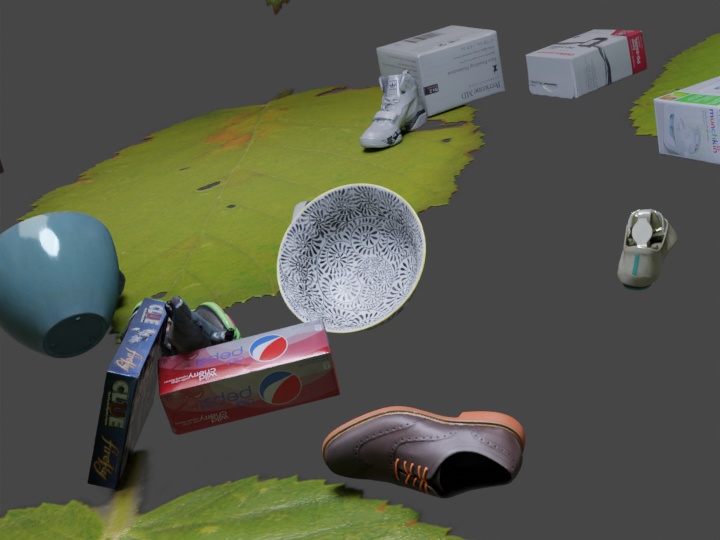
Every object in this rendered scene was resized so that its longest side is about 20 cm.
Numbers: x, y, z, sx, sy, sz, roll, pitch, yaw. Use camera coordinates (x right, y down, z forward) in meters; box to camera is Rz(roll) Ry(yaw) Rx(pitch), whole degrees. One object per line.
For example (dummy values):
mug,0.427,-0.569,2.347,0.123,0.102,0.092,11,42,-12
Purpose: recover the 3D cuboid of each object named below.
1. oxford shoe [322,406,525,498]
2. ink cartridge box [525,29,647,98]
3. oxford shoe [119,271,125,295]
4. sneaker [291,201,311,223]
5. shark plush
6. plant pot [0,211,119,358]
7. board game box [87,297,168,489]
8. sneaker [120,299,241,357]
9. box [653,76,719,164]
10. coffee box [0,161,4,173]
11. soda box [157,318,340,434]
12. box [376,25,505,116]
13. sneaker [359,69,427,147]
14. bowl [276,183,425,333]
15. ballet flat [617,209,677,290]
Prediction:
oxford shoe,0.055,0.175,1.161,0.197,0.072,0.073,-7,25,15
ink cartridge box,0.452,-0.418,2.473,0.198,0.084,0.145,-24,23,-28
oxford shoe,-0.448,0.042,1.848,0.197,0.074,0.084,-12,4,-7
sneaker,-0.028,-0.052,1.819,0.144,0.082,0.200,-2,18,5
shark plush,-0.178,0.068,1.434,0.082,0.201,0.092,3,53,15
plant pot,-0.411,0.039,1.682,0.198,0.201,0.135,-20,56,-20
board game box,-0.255,0.132,1.368,0.034,0.137,0.200,12,21,-3
sneaker,-0.231,0.088,1.588,0.198,0.077,0.084,0,41,39
box,0.587,-0.237,1.894,0.198,0.098,0.176,-20,19,-21
coffee box,-0.945,-0.251,2.849,0.198,0.116,0.079,-25,23,-32
soda box,-0.127,0.121,1.398,0.197,0.071,0.064,-14,37,-2
box,0.168,-0.424,2.595,0.197,0.132,0.200,-21,22,-21
sneaker,0.055,-0.315,2.396,0.074,0.116,0.199,3,25,37
bowl,0.000,0.000,1.575,0.198,0.204,0.094,-7,-24,17
ballet flat,0.362,-0.042,1.554,0.068,0.070,0.200,-5,21,19
